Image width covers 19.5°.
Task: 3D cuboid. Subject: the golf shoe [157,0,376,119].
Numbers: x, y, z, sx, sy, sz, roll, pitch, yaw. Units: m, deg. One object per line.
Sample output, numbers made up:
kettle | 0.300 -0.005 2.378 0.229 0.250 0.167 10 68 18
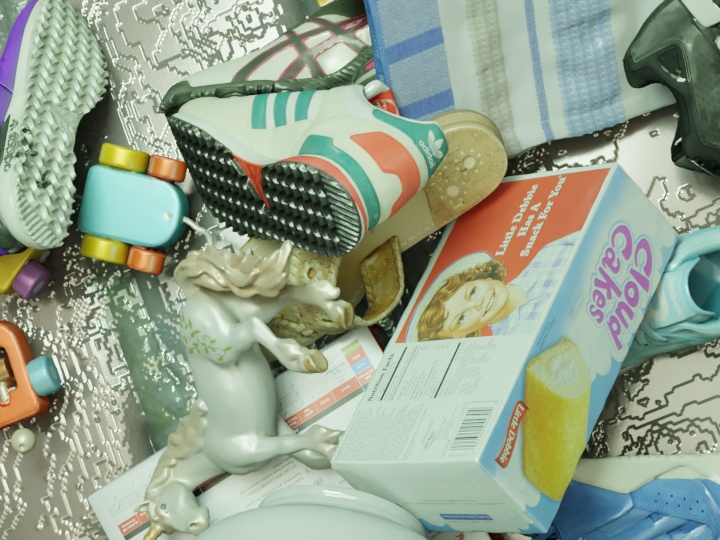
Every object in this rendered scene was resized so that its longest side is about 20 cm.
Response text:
golf shoe | -0.022 -0.118 1.248 0.198 0.077 0.089 -8 57 13

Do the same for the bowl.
bowl | -0.016 0.176 1.120 0.199 0.202 0.091 6 58 11

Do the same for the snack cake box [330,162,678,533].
snack cake box | 0.079 0.042 1.141 0.114 0.067 0.201 -7 47 48

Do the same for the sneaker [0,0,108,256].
sneaker | -0.215 -0.085 1.236 0.099 0.070 0.201 -18 42 24

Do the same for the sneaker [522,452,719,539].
sneaker | 0.147 0.161 1.166 0.198 0.077 0.112 -2 81 -11

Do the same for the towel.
towel | 0.103 -0.132 1.172 0.198 0.024 0.148 -18 124 -9

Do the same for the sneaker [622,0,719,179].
sneaker | 0.223 -0.077 1.180 0.090 0.067 0.200 -40 105 20

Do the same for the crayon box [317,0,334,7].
crayon box | 0.049 -0.225 1.211 0.198 0.051 0.128 -20 66 -4

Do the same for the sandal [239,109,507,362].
sandal | -0.004 -0.004 1.169 0.211 0.070 0.078 -39 117 18

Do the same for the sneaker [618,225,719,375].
sneaker | 0.166 0.013 1.185 0.198 0.082 0.075 -22 80 11

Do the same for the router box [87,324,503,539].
router box | -0.032 0.159 1.227 0.199 0.049 0.181 -31 81 6

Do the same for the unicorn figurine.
unicorn figurine | -0.066 0.078 1.169 0.136 0.074 0.202 3 99 26

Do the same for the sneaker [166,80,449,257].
sneaker | -0.027 -0.066 1.159 0.093 0.199 0.071 -33 117 -23

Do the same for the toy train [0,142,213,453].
toy train | -0.169 0.012 1.265 0.199 0.056 0.151 -27 84 10
